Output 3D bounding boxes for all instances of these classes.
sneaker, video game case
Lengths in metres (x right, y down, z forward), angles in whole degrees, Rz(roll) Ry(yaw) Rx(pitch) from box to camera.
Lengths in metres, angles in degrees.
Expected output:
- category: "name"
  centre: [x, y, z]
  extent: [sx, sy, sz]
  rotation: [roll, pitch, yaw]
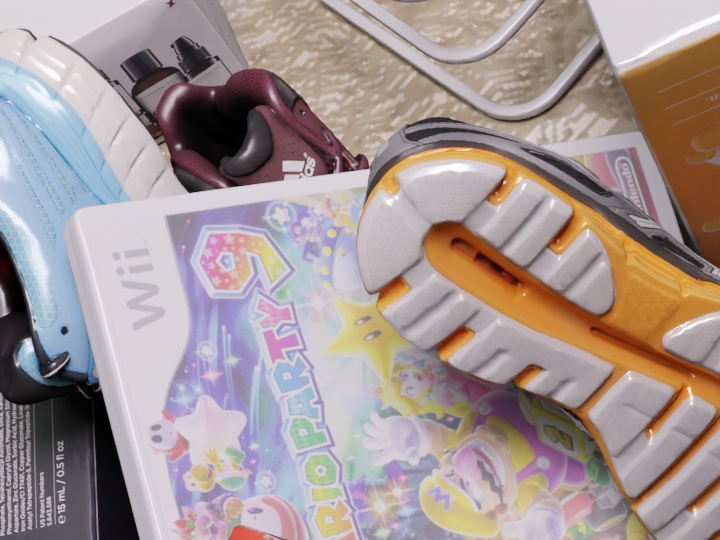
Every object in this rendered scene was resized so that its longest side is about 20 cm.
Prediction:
- category: "sneaker"
  centre: [-0.076, 0.022, 0.781]
  extent: [0.200, 0.078, 0.090]
  rotation: [45, 63, -5]
- category: "video game case"
  centre: [0.021, 0.036, 0.746]
  extent: [0.199, 0.018, 0.144]
  rotation: [-9, 73, -25]
- category: "sneaker"
  centre: [0.081, 0.018, 0.727]
  extent: [0.078, 0.200, 0.077]
  rotation: [-46, 21, 13]
- category: "sneaker"
  centre: [0.000, 0.000, 0.801]
  extent: [0.200, 0.116, 0.076]
  rotation: [33, 80, 31]

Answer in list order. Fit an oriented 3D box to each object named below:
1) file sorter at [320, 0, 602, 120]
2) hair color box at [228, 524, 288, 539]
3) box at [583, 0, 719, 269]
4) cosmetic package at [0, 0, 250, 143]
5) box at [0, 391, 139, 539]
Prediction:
- category: "file sorter"
  centre: [0.019, -0.159, 0.828]
  extent: [0.139, 0.200, 0.125]
  rotation: [38, 86, 31]
- category: "hair color box"
  centre: [0.033, 0.140, 0.669]
  extent: [0.101, 0.200, 0.061]
  rotation: [14, 71, 26]
- category: "box"
  centre: [0.139, -0.072, 0.733]
  extent: [0.124, 0.200, 0.098]
  rotation: [-23, 60, 9]
- category: "cosmetic package"
  centre: [-0.145, -0.054, 0.904]
  extent: [0.200, 0.083, 0.051]
  rotation: [-29, 58, 6]
- category: "box"
  centre: [-0.138, 0.110, 0.822]
  extent: [0.141, 0.079, 0.201]
  rotation: [-11, 62, 11]
